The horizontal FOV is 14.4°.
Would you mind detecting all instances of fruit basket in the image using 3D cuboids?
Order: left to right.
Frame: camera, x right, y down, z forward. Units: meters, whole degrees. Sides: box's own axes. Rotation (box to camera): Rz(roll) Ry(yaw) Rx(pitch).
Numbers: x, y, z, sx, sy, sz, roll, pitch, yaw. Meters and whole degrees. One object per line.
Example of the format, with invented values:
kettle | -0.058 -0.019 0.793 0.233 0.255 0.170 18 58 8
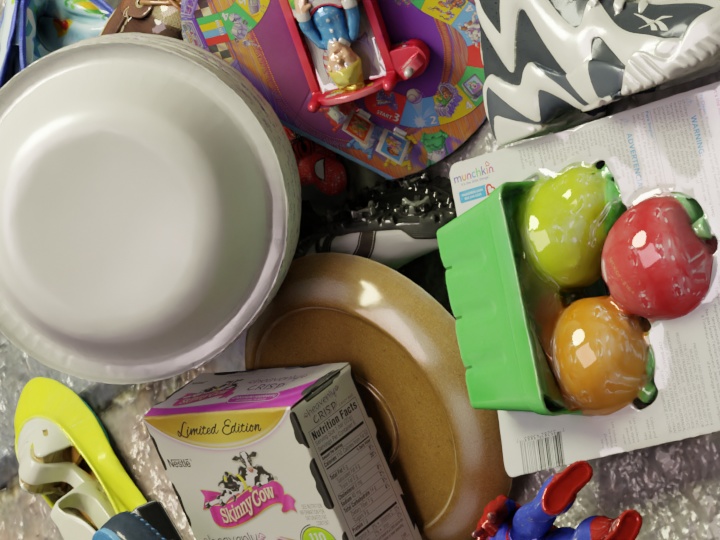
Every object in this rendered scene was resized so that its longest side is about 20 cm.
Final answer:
fruit basket | 0.147 0.007 1.589 0.199 0.094 0.186 -16 82 30

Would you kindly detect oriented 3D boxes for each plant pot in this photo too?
plant pot | 0.003 0.086 1.707 0.200 0.027 0.201 22 129 30

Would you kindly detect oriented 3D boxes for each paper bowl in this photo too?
paper bowl | -0.138 -0.034 1.654 0.200 0.104 0.202 1 100 7

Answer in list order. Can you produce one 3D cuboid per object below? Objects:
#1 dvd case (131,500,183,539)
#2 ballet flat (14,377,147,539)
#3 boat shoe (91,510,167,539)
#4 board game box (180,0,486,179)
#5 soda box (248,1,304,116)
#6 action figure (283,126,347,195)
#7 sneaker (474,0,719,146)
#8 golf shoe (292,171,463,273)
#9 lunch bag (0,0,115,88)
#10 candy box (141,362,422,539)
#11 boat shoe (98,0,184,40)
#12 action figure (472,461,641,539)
dvd case | -0.134 0.260 1.825 0.151 0.025 0.200 57 139 20
ballet flat | -0.189 0.146 1.914 0.200 0.067 0.067 50 125 29
boat shoe | -0.077 0.217 1.709 0.200 0.069 0.084 49 154 -2
board game box | -0.009 -0.141 1.666 0.199 0.039 0.158 27 114 -3
soda box | -0.016 -0.191 1.717 0.201 0.063 0.070 -67 25 23
action figure | -0.074 -0.101 1.791 0.200 0.065 0.052 40 135 35
sneaker | 0.133 -0.156 1.581 0.199 0.079 0.130 -21 87 52
golf shoe | 0.000 0.000 1.735 0.200 0.078 0.095 -12 103 44
lunch bag | -0.188 -0.077 1.825 0.201 0.127 0.170 65 153 18
candy box | -0.034 0.159 1.722 0.136 0.061 0.201 -7 111 45
boat shoe | -0.111 -0.168 1.746 0.072 0.200 0.072 27 156 8
action figure | 0.100 0.150 1.594 0.065 0.052 0.200 39 166 0
